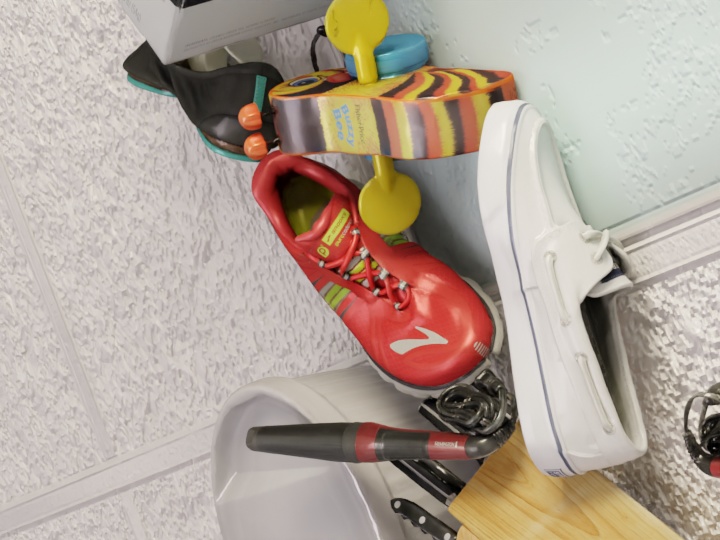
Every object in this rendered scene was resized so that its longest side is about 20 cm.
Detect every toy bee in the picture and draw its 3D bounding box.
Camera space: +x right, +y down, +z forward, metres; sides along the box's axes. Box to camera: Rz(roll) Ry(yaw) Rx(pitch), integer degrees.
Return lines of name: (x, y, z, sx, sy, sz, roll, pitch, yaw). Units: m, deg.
toy bee: (-0.006, -0.081, 1.635, 0.200, 0.108, 0.131, -23, 89, 60)

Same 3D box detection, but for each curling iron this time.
curling iron: (0.225, 0.093, 1.439, 0.200, 0.026, 0.050, 15, 123, 55)
curling iron: (0.011, 0.089, 1.633, 0.200, 0.050, 0.026, -11, 127, 43)

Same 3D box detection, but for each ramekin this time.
ramekin: (0.000, 0.149, 1.775, 0.202, 0.094, 0.203, 36, 137, 44)

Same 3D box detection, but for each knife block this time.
knife block: (0.109, 0.121, 1.599, 0.200, 0.064, 0.176, -17, 55, 31)

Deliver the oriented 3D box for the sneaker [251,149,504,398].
sneaker: (0.000, 0.000, 1.672, 0.200, 0.077, 0.085, 42, -178, 38)

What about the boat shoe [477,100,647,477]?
boat shoe: (0.112, 0.006, 1.545, 0.065, 0.074, 0.201, -11, 91, 27)

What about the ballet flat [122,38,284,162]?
ballet flat: (-0.088, -0.123, 1.784, 0.200, 0.068, 0.069, 38, 118, 60)

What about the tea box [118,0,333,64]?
tea box: (-0.088, -0.262, 1.634, 0.200, 0.133, 0.197, 53, 145, 28)
